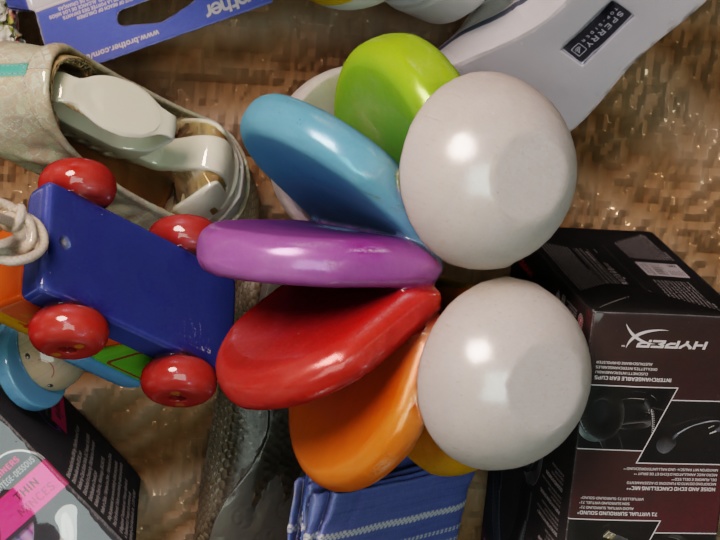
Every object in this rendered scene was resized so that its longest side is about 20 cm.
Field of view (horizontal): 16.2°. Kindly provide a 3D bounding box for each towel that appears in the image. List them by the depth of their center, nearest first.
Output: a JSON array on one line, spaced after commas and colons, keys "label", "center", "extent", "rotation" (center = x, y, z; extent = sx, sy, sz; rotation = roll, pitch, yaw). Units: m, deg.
[{"label": "towel", "center": [-0.011, 0.182, 1.235], "extent": [0.024, 0.145, 0.200], "rotation": [25, 106, 30]}]

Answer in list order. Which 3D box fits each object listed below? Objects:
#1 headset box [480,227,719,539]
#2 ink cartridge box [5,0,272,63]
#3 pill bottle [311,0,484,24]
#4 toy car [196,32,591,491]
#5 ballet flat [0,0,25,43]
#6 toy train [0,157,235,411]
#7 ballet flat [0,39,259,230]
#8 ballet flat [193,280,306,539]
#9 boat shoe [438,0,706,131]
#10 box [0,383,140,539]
[{"label": "headset box", "center": [0.113, 0.094, 1.196], "extent": [0.077, 0.149, 0.201], "rotation": [3, 106, -11]}, {"label": "ink cartridge box", "center": [-0.121, -0.199, 1.140], "extent": [0.119, 0.042, 0.200], "rotation": [-23, 105, -23]}, {"label": "pill bottle", "center": [-0.026, -0.182, 1.108], "extent": [0.200, 0.112, 0.113], "rotation": [21, 105, -35]}, {"label": "toy car", "center": [0.000, 0.000, 1.106], "extent": [0.150, 0.175, 0.201], "rotation": [-11, 102, -29]}, {"label": "ballet flat", "center": [-0.207, -0.165, 1.150], "extent": [0.064, 0.076, 0.200], "rotation": [-42, 106, 0]}, {"label": "toy train", "center": [-0.156, 0.004, 1.095], "extent": [0.116, 0.085, 0.200], "rotation": [-18, 150, 34]}, {"label": "ballet flat", "center": [-0.095, -0.051, 1.138], "extent": [0.062, 0.200, 0.068], "rotation": [-8, 71, 36]}, {"label": "ballet flat", "center": [-0.050, 0.075, 1.242], "extent": [0.067, 0.046, 0.201], "rotation": [-7, 115, -34]}, {"label": "boat shoe", "center": [0.091, -0.120, 1.180], "extent": [0.071, 0.070, 0.200], "rotation": [33, 126, -22]}, {"label": "box", "center": [-0.212, 0.085, 1.199], "extent": [0.122, 0.106, 0.200], "rotation": [-41, 103, 8]}]
